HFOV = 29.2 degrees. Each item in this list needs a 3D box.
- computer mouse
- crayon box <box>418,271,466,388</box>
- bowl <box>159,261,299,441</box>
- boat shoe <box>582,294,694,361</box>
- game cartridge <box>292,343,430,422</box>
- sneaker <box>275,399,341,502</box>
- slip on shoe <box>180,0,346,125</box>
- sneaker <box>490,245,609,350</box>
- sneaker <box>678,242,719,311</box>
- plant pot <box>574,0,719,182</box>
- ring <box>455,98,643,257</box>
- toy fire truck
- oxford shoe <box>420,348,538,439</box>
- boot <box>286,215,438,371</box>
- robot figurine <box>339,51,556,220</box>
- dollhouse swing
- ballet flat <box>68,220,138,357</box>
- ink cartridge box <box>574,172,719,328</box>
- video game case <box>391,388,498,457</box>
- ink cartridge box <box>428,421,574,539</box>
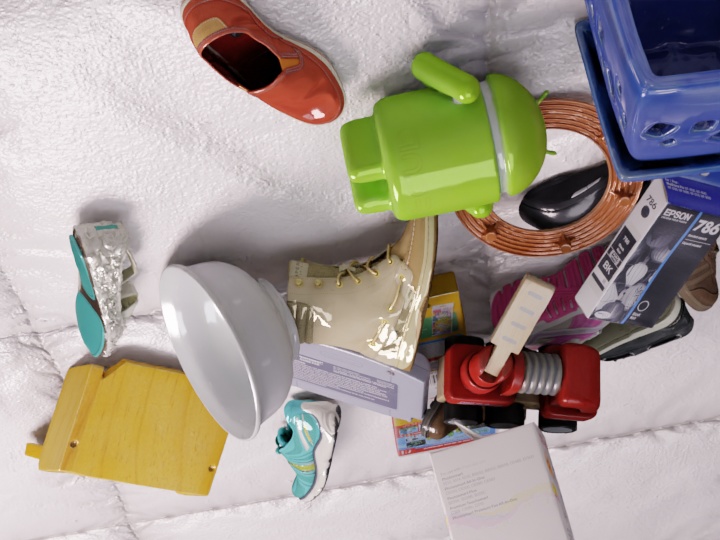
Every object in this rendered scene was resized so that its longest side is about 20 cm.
[{"bbox_3d":[0.256,-0.093,1.427,0.197,0.047,0.141,-16,146,8],"label":"computer mouse"},{"bbox_3d":[0.059,0.070,1.601,0.124,0.052,0.201,-12,146,2],"label":"crayon box"},{"bbox_3d":[-0.126,0.069,1.457,0.090,0.202,0.202,-27,153,-26],"label":"bowl"},{"bbox_3d":[0.305,0.075,1.634,0.198,0.075,0.066,-28,133,37],"label":"boat shoe"},{"bbox_3d":[-0.016,0.108,1.574,0.197,0.041,0.134,17,154,9],"label":"game cartridge"},{"bbox_3d":[-0.072,0.227,1.789,0.078,0.078,0.201,12,139,1],"label":"sneaker"},{"bbox_3d":[-0.081,-0.174,1.205,0.074,0.062,0.199,-29,143,22],"label":"slip on shoe"},{"bbox_3d":[0.254,0.037,1.592,0.198,0.082,0.088,-16,148,23],"label":"sneaker"},{"bbox_3d":[0.375,-0.017,1.549,0.075,0.071,0.199,-33,143,19],"label":"sneaker"},{"bbox_3d":[0.289,-0.190,1.172,0.197,0.202,0.181,-8,152,-5],"label":"plant pot"},{"bbox_3d":[0.188,-0.086,1.395,0.197,0.019,0.202,0,131,-1],"label":"ring"},{"bbox_3d":[0.188,0.094,1.499,0.173,0.131,0.200,6,164,-11],"label":"toy fire truck"},{"bbox_3d":[0.154,0.149,1.628,0.199,0.084,0.073,-29,147,-31],"label":"oxford shoe"},{"bbox_3d":[0.000,0.000,1.453,0.153,0.073,0.203,12,117,3],"label":"boot"},{"bbox_3d":[0.084,-0.115,1.286,0.197,0.117,0.177,-13,138,2],"label":"robot figurine"},{"bbox_3d":[-0.288,0.181,1.679,0.198,0.175,0.184,15,97,-32],"label":"dollhouse swing"},{"bbox_3d":[-0.259,0.020,1.432,0.071,0.073,0.201,-4,145,-10],"label":"ballet flat"},{"bbox_3d":[0.315,-0.029,1.444,0.098,0.039,0.201,8,125,-31],"label":"ink cartridge box"},{"bbox_3d":[0.110,0.180,1.802,0.141,0.018,0.201,-11,145,-1],"label":"video game case"},{"bbox_3d":[0.161,0.263,1.526,0.124,0.203,0.129,-17,163,8],"label":"ink cartridge box"}]
